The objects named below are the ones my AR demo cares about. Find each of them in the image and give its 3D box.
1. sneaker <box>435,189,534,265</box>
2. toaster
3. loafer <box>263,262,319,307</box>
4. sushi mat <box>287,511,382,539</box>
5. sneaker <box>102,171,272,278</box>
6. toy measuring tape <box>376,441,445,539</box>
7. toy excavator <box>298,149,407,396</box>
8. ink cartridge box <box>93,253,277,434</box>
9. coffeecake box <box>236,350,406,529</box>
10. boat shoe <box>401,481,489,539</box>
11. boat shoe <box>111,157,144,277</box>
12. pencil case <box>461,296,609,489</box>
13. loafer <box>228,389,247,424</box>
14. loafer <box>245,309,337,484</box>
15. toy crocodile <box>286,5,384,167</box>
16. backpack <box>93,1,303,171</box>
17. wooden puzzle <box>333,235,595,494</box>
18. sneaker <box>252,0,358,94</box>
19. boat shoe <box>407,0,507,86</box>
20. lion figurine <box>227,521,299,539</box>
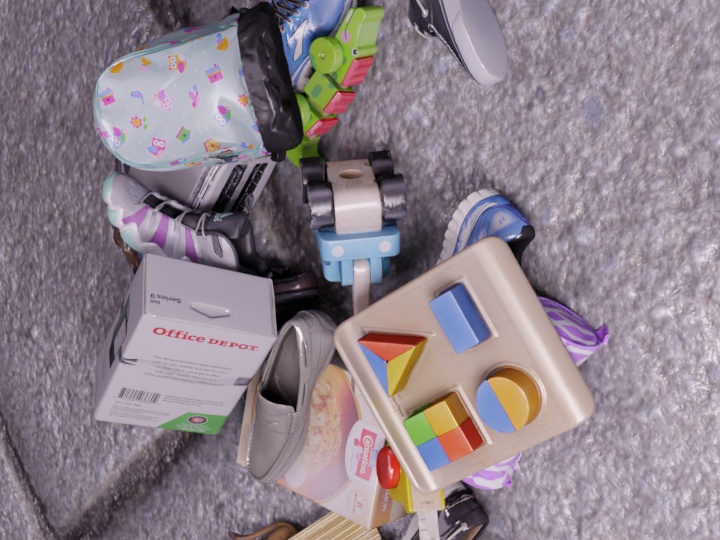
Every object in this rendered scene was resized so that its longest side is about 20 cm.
[{"bbox_3d":[0.108,0.027,1.109,0.089,0.078,0.202,36,115,33],"label":"sneaker"},{"bbox_3d":[-0.185,-0.124,1.319,0.129,0.113,0.201,45,118,23],"label":"toaster"},{"bbox_3d":[-0.130,0.016,1.318,0.199,0.072,0.064,-11,84,42],"label":"loafer"},{"bbox_3d":[-0.061,0.337,1.263,0.199,0.012,0.096,-34,51,9],"label":"sushi mat"},{"bbox_3d":[-0.174,-0.053,1.232,0.139,0.078,0.200,-33,107,28],"label":"sneaker"},{"bbox_3d":[0.054,0.233,1.129,0.073,0.073,0.202,-21,66,38],"label":"toy measuring tape"},{"bbox_3d":[0.000,0.000,1.167,0.195,0.099,0.202,-107,11,-62],"label":"toy excavator"},{"bbox_3d":[-0.189,0.084,1.219,0.200,0.145,0.085,125,148,-43],"label":"ink cartridge box"},{"bbox_3d":[-0.033,0.169,1.248,0.199,0.073,0.155,18,103,36],"label":"coffeecake box"},{"bbox_3d":[0.066,0.310,1.189,0.060,0.074,0.201,44,111,32],"label":"boat shoe"},{"bbox_3d":[-0.277,-0.056,1.426,0.072,0.072,0.202,-18,83,40],"label":"boat shoe"},{"bbox_3d":[0.152,0.122,1.093,0.085,0.084,0.201,24,117,-6],"label":"pencil case"},{"bbox_3d":[-0.174,0.106,1.369,0.200,0.063,0.072,39,110,11],"label":"loafer"},{"bbox_3d":[-0.084,0.134,1.196,0.070,0.070,0.202,27,107,33],"label":"loafer"},{"bbox_3d":[-0.030,-0.196,1.216,0.062,0.067,0.201,46,123,18],"label":"toy crocodile"},{"bbox_3d":[-0.171,-0.178,1.159,0.198,0.127,0.169,-12,96,7],"label":"backpack"},{"bbox_3d":[0.086,0.094,1.043,0.199,0.046,0.186,-31,86,28],"label":"wooden puzzle"},{"bbox_3d":[-0.074,-0.264,1.222,0.079,0.089,0.201,52,122,35],"label":"sneaker"},{"bbox_3d":[0.079,-0.258,1.117,0.068,0.071,0.201,-34,71,34],"label":"boat shoe"},{"bbox_3d":[-0.076,0.355,1.307,0.123,0.072,0.201,-46,62,23],"label":"lion figurine"}]
